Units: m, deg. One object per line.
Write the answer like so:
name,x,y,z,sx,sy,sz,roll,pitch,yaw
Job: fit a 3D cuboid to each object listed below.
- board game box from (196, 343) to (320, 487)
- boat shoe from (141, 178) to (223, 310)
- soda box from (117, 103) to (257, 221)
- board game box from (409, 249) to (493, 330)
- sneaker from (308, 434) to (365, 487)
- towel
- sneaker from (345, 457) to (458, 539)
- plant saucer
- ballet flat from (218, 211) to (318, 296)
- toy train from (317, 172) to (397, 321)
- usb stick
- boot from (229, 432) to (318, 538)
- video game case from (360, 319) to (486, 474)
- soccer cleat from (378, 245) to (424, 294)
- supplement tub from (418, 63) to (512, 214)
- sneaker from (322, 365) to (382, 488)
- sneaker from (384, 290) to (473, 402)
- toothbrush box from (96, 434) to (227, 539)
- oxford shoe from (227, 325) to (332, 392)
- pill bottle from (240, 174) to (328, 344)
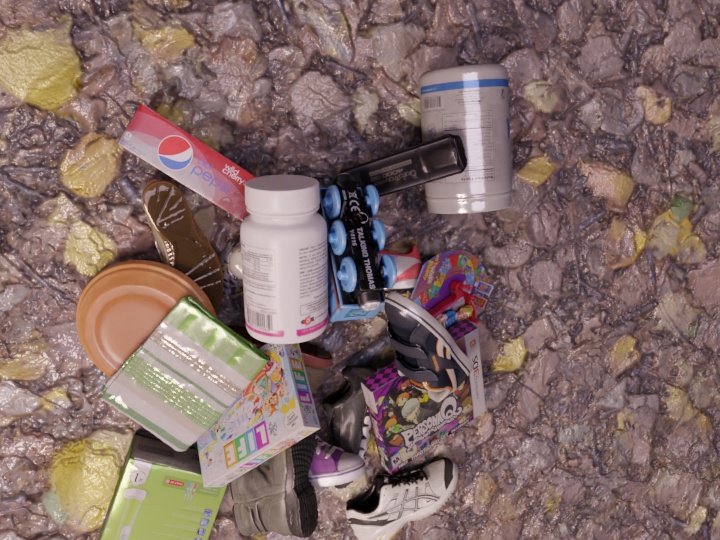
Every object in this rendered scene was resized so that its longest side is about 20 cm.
board game box,-0.151,0.194,0.891,0.199,0.135,0.034,-36,146,25
boat shoe,-0.249,-0.033,0.905,0.072,0.065,0.202,-27,114,-17
soda box,-0.225,-0.144,0.888,0.199,0.070,0.064,32,89,-17
board game box,0.139,0.070,1.003,0.157,0.039,0.202,18,95,-40
sneaker,-0.089,0.252,0.960,0.198,0.073,0.116,1,93,12
towel,-0.238,0.143,0.881,0.149,0.031,0.200,39,106,-16
sneaker,0.066,0.358,1.045,0.199,0.076,0.088,-35,106,-7
plant saucer,-0.296,0.085,0.890,0.198,0.038,0.202,1,113,3
ballet flat,-0.138,-0.039,0.929,0.200,0.072,0.072,-43,107,-4
toy train,-0.014,-0.031,0.894,0.086,0.114,0.202,-3,67,-24
usb stick,0.056,-0.141,0.920,0.198,0.033,0.056,-13,104,31
boot,-0.133,0.275,0.912,0.129,0.068,0.202,-6,82,25
video game case,0.104,0.195,0.997,0.199,0.036,0.183,-27,126,-21
soccer cleat,0.000,0.000,0.980,0.198,0.068,0.074,-1,83,-14
supplement tub,0.154,-0.191,0.947,0.131,0.132,0.202,-8,102,-13
sneaker,-0.024,0.237,1.010,0.090,0.066,0.202,18,93,-11
sneaker,0.083,0.111,0.872,0.080,0.078,0.200,-52,128,-12
toothbrush box,-0.295,0.363,0.946,0.144,0.086,0.202,18,94,-18
oxford shoe,-0.143,0.135,0.958,0.198,0.070,0.075,18,101,-15
pill bottle,-0.099,-0.017,0.849,0.112,0.113,0.202,-4,111,-14
